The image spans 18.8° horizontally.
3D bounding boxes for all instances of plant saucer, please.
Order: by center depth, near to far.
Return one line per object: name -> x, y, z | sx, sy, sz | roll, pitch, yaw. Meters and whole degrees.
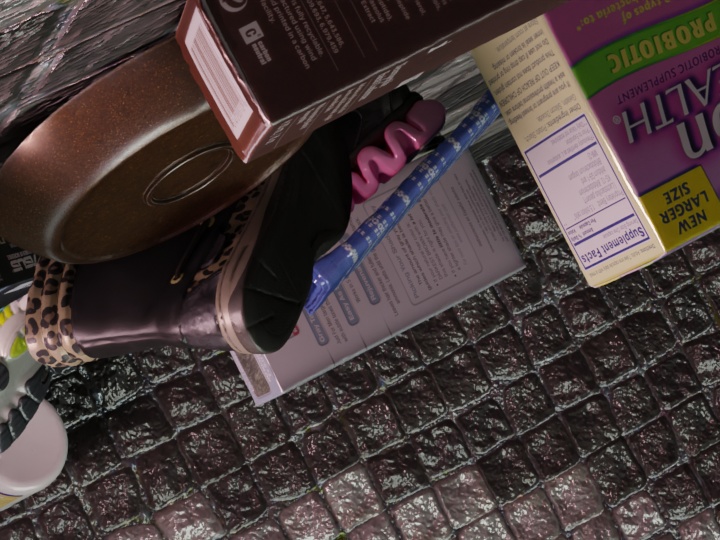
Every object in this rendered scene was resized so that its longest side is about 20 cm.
plant saucer -> -0.091, -0.060, 1.079 | 0.200, 0.035, 0.200 | -30, 166, -9

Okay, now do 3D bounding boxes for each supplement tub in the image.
supplement tub -> -0.497, 0.251, 2.958 | 0.145, 0.146, 0.200 | -26, 178, -34

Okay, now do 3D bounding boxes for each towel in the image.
towel -> 0.031, -0.056, 1.302 | 0.200, 0.024, 0.145 | -47, 180, -10

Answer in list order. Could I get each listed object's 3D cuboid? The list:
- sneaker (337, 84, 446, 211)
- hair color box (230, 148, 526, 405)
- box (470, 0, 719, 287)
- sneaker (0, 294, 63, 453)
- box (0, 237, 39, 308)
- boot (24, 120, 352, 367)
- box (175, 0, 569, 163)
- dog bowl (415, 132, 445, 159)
sneaker -> -0.046, -0.061, 1.306 | 0.200, 0.095, 0.079 | -42, -175, -16
hair color box -> 0.000, 0.000, 1.444 | 0.199, 0.099, 0.061 | -26, 179, -24
box -> 0.171, -0.122, 1.206 | 0.175, 0.201, 0.097 | -26, 178, -22
sneaker -> -0.219, 0.025, 1.389 | 0.200, 0.079, 0.078 | -52, 144, -22
box -> -0.274, 0.024, 1.262 | 0.160, 0.044, 0.200 | -28, 179, 20
boot -> -0.092, -0.018, 1.213 | 0.150, 0.073, 0.200 | -10, -144, 24
box -> 0.024, -0.126, 0.948 | 0.199, 0.075, 0.100 | -29, 178, -11
dog bowl -> -0.043, -0.073, 1.507 | 0.200, 0.074, 0.200 | -27, 178, -1
